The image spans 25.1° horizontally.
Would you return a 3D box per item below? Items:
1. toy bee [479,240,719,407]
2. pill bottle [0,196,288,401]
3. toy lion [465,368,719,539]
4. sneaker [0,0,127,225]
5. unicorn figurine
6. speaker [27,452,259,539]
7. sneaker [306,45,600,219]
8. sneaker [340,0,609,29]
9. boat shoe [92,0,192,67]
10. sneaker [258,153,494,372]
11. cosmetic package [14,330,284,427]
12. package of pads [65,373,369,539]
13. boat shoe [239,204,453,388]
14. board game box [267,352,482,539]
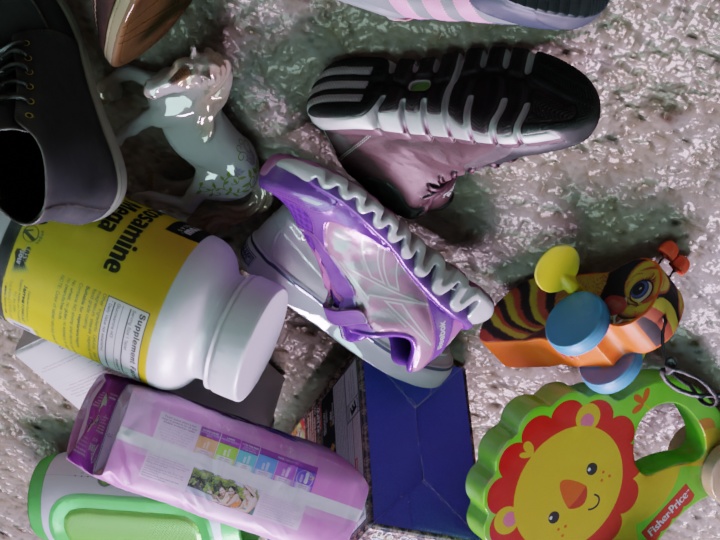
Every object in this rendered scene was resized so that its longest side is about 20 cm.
[{"bbox_3d":[0.185,0.032,1.143,0.198,0.109,0.131,20,157,28],"label":"toy bee"},{"bbox_3d":[-0.156,0.013,1.123,0.198,0.113,0.113,22,138,10],"label":"pill bottle"},{"bbox_3d":[0.177,0.151,1.195,0.192,0.200,0.069,51,170,-27],"label":"toy lion"},{"bbox_3d":[-0.221,-0.123,1.031,0.074,0.106,0.201,-29,87,16],"label":"sneaker"},{"bbox_3d":[-0.123,-0.098,1.114,0.136,0.075,0.200,-9,151,28],"label":"unicorn figurine"},{"bbox_3d":[-0.189,0.206,1.430,0.198,0.089,0.089,2,135,15],"label":"speaker"},{"bbox_3d":[0.069,-0.083,1.073,0.198,0.076,0.116,7,143,25],"label":"sneaker"},{"bbox_3d":[0.051,-0.180,0.985,0.198,0.071,0.082,17,154,3],"label":"sneaker"},{"bbox_3d":[-0.142,-0.211,1.011,0.072,0.072,0.201,45,150,13],"label":"boat shoe"},{"bbox_3d":[0.000,0.000,1.116,0.200,0.080,0.089,40,88,-25],"label":"sneaker"},{"bbox_3d":[-0.160,0.076,1.271,0.084,0.108,0.200,-22,124,34],"label":"cosmetic package"},{"bbox_3d":[-0.104,0.140,1.173,0.198,0.076,0.120,22,173,-22],"label":"package of pads"},{"bbox_3d":[0.005,0.019,1.190,0.199,0.074,0.065,32,110,-32],"label":"boat shoe"},{"bbox_3d":[0.004,0.184,1.281,0.096,0.161,0.200,13,140,-21],"label":"board game box"}]
